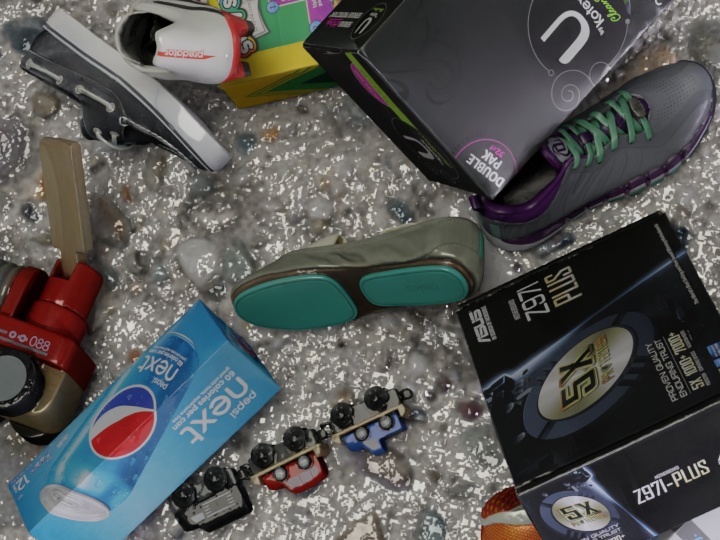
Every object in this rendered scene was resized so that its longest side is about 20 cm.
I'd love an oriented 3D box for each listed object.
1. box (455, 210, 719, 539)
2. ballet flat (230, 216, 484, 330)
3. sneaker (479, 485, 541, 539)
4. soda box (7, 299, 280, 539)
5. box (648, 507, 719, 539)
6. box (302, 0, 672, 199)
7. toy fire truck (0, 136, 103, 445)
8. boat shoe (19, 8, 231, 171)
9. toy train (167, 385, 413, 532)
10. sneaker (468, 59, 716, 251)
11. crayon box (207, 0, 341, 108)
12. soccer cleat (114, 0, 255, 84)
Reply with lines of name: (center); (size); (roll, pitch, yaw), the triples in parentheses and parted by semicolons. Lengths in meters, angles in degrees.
box: (0.168, 0.075, 1.154); (0.163, 0.086, 0.201); (-25, 35, 8)
ballet flat: (0.000, 0.000, 1.278); (0.198, 0.068, 0.064); (-8, 46, 24)
sneaker: (0.183, 0.175, 1.202); (0.198, 0.073, 0.078); (-11, 103, 11)
soda box: (-0.159, 0.122, 1.275); (0.200, 0.068, 0.064); (-44, 38, 1)
box: (0.225, 0.245, 1.147); (0.200, 0.041, 0.156); (-45, 100, 2)
box: (0.089, -0.175, 1.218); (0.200, 0.124, 0.149); (-47, 110, -6)
toy fire truck: (-0.274, 0.004, 1.321); (0.175, 0.129, 0.201); (17, 71, 17)
boat shoe: (-0.185, -0.124, 1.343); (0.200, 0.072, 0.068); (38, 87, 20)
toy train: (-0.047, 0.140, 1.273); (0.199, 0.034, 0.046); (-27, 77, 7)
sneaker: (0.168, -0.085, 1.239); (0.199, 0.088, 0.075); (-37, 73, 4)
crayon box: (-0.034, -0.243, 1.338); (0.171, 0.058, 0.202); (-11, 76, 12)
soccer cleat: (-0.150, -0.178, 1.297); (0.200, 0.085, 0.069); (32, 119, 58)
